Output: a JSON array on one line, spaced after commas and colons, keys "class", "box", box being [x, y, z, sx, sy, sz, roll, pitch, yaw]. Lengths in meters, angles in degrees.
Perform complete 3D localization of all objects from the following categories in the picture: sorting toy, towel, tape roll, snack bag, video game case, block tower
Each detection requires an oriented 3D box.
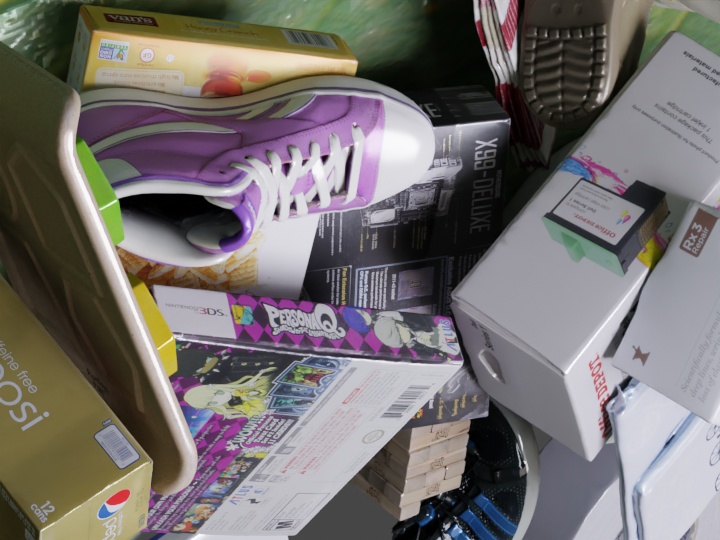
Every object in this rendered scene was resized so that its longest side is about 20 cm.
[{"class": "sorting toy", "box": [-0.139, -0.015, 1.011, 0.036, 0.185, 0.201, -26, 121, -21]}, {"class": "towel", "box": [0.090, -0.173, 1.245, 0.201, 0.023, 0.145, 68, 30, -45]}, {"class": "tape roll", "box": [0.188, 0.192, 1.592, 0.199, 0.066, 0.202, -25, 130, -34]}, {"class": "snack bag", "box": [0.217, 0.069, 1.297, 0.189, 0.021, 0.201, -45, 149, -19]}, {"class": "video game case", "box": [-0.070, 0.082, 1.173, 0.180, 0.036, 0.200, 6, 144, -30]}, {"class": "block tower", "box": [0.039, 0.053, 1.360, 0.058, 0.054, 0.201, -14, 124, -38]}]

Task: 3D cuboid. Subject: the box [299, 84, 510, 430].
[{"class": "box", "box": [0.000, 0.000, 1.244, 0.156, 0.050, 0.201, -8, 121, -17]}]

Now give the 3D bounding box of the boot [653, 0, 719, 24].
[{"class": "boot", "box": [0.192, -0.213, 1.265, 0.072, 0.154, 0.200, -45, 136, -11]}]

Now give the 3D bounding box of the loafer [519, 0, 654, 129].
[{"class": "loafer", "box": [0.130, -0.179, 1.217, 0.067, 0.076, 0.202, -1, 103, -66]}]

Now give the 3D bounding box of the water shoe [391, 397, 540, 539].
[{"class": "water shoe", "box": [0.065, 0.170, 1.447, 0.079, 0.071, 0.201, -14, 123, -37]}]

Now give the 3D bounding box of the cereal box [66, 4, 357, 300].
[{"class": "cereal box", "box": [-0.093, -0.033, 1.137, 0.143, 0.040, 0.201, 3, 117, -21]}]

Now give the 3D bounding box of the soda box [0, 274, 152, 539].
[{"class": "soda box", "box": [-0.181, 0.048, 1.015, 0.064, 0.200, 0.068, -31, 156, -25]}]

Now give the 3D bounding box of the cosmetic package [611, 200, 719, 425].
[{"class": "cosmetic package", "box": [0.229, 0.033, 1.200, 0.199, 0.074, 0.102, 10, 108, -56]}]

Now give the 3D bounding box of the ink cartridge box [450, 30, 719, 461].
[{"class": "ink cartridge box", "box": [0.151, -0.010, 1.222, 0.200, 0.084, 0.145, -49, 156, -11]}]

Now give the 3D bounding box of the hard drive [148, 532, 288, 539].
[{"class": "hard drive", "box": [-0.125, 0.223, 1.323, 0.199, 0.025, 0.133, -33, 134, -27]}]

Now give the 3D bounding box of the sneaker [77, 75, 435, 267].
[{"class": "sneaker", "box": [-0.045, -0.039, 1.060, 0.199, 0.114, 0.073, -6, 119, -19]}]

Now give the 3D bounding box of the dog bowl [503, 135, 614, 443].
[{"class": "dog bowl", "box": [0.169, 0.011, 1.446, 0.199, 0.079, 0.201, -25, 130, -33]}]
